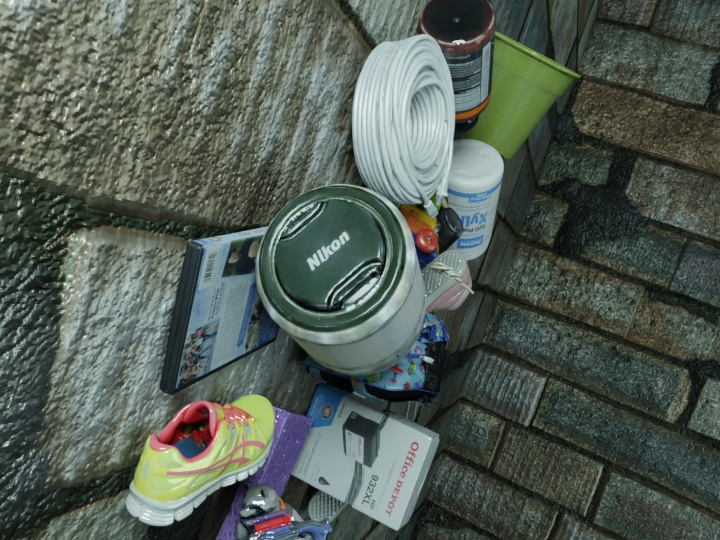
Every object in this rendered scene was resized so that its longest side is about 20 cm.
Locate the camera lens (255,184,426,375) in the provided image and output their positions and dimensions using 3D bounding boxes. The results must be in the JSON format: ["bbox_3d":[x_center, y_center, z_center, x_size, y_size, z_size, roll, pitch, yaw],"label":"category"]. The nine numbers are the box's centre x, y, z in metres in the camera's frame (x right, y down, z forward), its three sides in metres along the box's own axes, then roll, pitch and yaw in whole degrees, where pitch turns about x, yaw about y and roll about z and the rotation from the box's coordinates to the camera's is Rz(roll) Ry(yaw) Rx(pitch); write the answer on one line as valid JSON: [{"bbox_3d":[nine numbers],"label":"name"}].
[{"bbox_3d":[-0.013,0.017,0.683,0.162,0.157,0.200,-64,162,-15],"label":"camera lens"}]

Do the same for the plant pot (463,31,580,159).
[{"bbox_3d":[0.279,-0.322,1.218,0.200,0.198,0.192,-30,149,-62],"label":"plant pot"}]

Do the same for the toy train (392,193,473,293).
[{"bbox_3d":[0.092,-0.061,0.923,0.085,0.198,0.117,-39,-155,57],"label":"toy train"}]

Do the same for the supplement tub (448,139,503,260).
[{"bbox_3d":[0.195,-0.132,1.224,0.133,0.130,0.202,-55,156,-35],"label":"supplement tub"}]

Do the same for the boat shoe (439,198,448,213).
[{"bbox_3d":[0.122,-0.152,1.093,0.073,0.071,0.200,-64,155,-12],"label":"boat shoe"}]

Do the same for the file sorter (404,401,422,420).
[{"bbox_3d":[0.069,0.192,1.214,0.200,0.123,0.141,-47,151,-48],"label":"file sorter"}]

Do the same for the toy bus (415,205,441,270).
[{"bbox_3d":[0.090,-0.044,1.083,0.077,0.066,0.201,-26,152,-5],"label":"toy bus"}]

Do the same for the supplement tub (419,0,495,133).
[{"bbox_3d":[0.140,-0.292,0.939,0.108,0.105,0.201,-62,161,-21],"label":"supplement tub"}]

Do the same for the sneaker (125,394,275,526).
[{"bbox_3d":[-0.145,0.165,0.647,0.199,0.077,0.092,-31,136,-61],"label":"sneaker"}]

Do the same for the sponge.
[{"bbox_3d":[-0.131,0.290,0.891,0.203,0.029,0.112,-67,161,-8],"label":"sponge"}]

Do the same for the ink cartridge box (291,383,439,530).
[{"bbox_3d":[0.005,0.284,1.002,0.148,0.197,0.084,-67,162,-4],"label":"ink cartridge box"}]

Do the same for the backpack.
[{"bbox_3d":[0.017,0.110,0.916,0.199,0.180,0.138,18,85,-60],"label":"backpack"}]

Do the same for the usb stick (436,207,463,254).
[{"bbox_3d":[0.133,-0.054,1.153,0.032,0.056,0.200,-25,170,-18],"label":"usb stick"}]

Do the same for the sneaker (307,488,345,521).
[{"bbox_3d":[-0.018,0.376,1.186,0.199,0.079,0.079,-38,176,-10],"label":"sneaker"}]

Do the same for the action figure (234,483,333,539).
[{"bbox_3d":[-0.141,0.364,0.810,0.104,0.196,0.198,-162,-106,-66],"label":"action figure"}]

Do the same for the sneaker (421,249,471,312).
[{"bbox_3d":[0.106,0.052,1.103,0.198,0.076,0.105,-33,146,7],"label":"sneaker"}]

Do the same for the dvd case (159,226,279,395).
[{"bbox_3d":[-0.124,0.029,0.655,0.199,0.017,0.145,-23,131,-67],"label":"dvd case"}]

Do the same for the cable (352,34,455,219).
[{"bbox_3d":[0.060,-0.187,0.814,0.199,0.068,0.204,29,72,-58],"label":"cable"}]
